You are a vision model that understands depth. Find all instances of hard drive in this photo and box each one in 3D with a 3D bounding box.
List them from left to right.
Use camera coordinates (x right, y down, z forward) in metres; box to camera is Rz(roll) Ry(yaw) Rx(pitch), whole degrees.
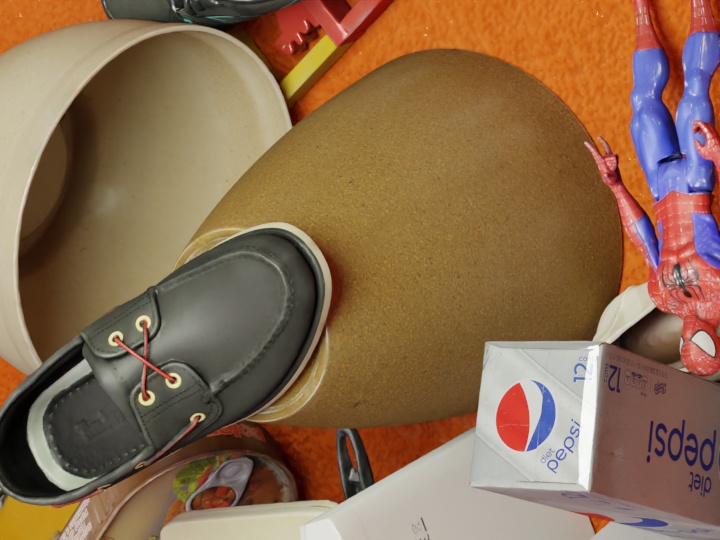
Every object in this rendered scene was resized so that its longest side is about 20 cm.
[{"bbox_3d":[0.055,0.153,1.372,0.027,0.200,0.132,-19,93,36],"label":"hard drive"}]

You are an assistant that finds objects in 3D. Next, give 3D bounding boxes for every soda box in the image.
[{"bbox_3d":[0.128,0.082,1.299,0.063,0.200,0.069,0,80,33],"label":"soda box"}]

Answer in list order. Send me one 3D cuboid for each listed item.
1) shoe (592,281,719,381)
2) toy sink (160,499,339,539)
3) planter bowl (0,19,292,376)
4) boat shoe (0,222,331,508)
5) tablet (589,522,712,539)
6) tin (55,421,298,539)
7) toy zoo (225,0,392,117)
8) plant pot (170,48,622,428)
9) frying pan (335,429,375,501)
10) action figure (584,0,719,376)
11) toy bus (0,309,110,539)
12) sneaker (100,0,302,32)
[{"bbox_3d":[0.191,0.019,1.333,0.199,0.053,0.070,-22,91,36],"label":"shoe"},{"bbox_3d":[-0.047,0.230,1.394,0.130,0.112,0.201,-8,110,41],"label":"toy sink"},{"bbox_3d":[-0.147,-0.039,1.446,0.134,0.200,0.201,18,113,39],"label":"planter bowl"},{"bbox_3d":[-0.092,0.048,1.281,0.201,0.063,0.074,-36,81,34],"label":"boat shoe"},{"bbox_3d":[0.134,0.188,1.333,0.130,0.200,0.014,39,134,18],"label":"tablet"},{"bbox_3d":[-0.113,0.155,1.539,0.200,0.112,0.042,-55,47,31],"label":"tin"},{"bbox_3d":[-0.041,-0.172,1.451,0.131,0.020,0.200,52,125,10],"label":"toy zoo"},{"bbox_3d":[0.000,0.000,1.365,0.186,0.200,0.187,9,108,31],"label":"plant pot"},{"bbox_3d":[0.022,0.179,1.414,0.115,0.031,0.191,23,126,25],"label":"frying pan"},{"bbox_3d":[0.147,-0.050,1.310,0.065,0.052,0.201,-14,79,34],"label":"action figure"},{"bbox_3d":[-0.150,0.108,1.569,0.065,0.078,0.200,44,123,18],"label":"toy bus"},{"bbox_3d":[-0.064,-0.160,1.409,0.199,0.079,0.076,-16,97,37],"label":"sneaker"}]
